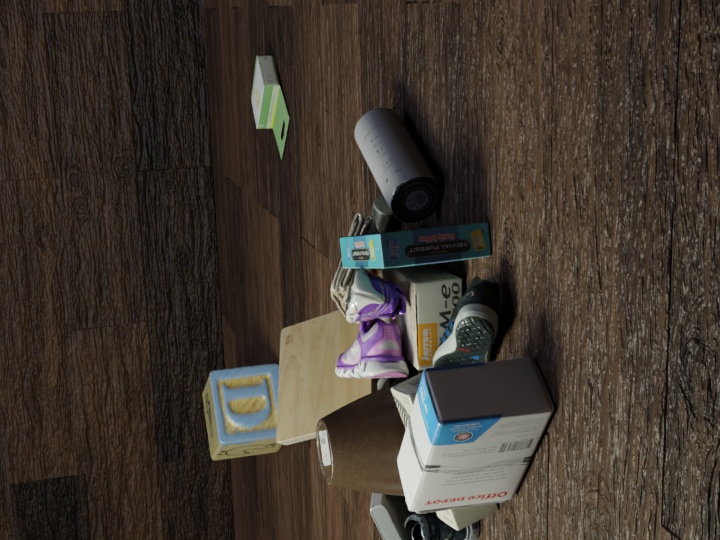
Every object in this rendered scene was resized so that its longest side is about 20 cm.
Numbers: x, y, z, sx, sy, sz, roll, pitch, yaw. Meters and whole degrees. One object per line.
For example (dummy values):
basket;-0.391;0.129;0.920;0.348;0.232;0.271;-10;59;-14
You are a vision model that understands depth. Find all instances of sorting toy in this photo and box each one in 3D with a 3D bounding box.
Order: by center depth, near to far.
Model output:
sorting toy;-0.039;0.175;1.808;0.198;0.069;0.202;-19;57;35

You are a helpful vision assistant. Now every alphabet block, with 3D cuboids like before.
alphabet block;-0.300;0.369;2.885;0.200;0.193;0.198;121;142;-66

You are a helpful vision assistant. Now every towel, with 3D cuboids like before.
towel;0.000;0.000;1.690;0.200;0.034;0.134;61;-133;-74

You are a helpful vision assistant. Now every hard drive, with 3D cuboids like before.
hard drive;0.057;0.367;1.714;0.200;0.026;0.133;-79;-36;-71

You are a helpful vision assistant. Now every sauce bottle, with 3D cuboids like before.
sauce bottle;0.023;-0.048;1.835;0.201;0.064;0.065;111;149;-54

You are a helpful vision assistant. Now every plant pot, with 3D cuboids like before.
plant pot;0.041;0.250;1.620;0.187;0.198;0.189;175;90;-75

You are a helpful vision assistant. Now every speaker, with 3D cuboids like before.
speaker;0.053;-0.161;1.656;0.201;0.080;0.082;-115;25;-48

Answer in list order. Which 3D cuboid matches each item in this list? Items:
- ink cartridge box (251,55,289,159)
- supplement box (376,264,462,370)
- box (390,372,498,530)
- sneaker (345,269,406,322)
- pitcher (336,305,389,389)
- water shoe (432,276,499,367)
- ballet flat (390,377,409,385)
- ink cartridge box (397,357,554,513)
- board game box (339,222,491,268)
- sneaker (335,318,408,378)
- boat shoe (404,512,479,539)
ink cartridge box;-0.213;-0.380;2.587;0.146;0.047;0.202;107;155;-53
supplement box;0.085;0.055;1.625;0.200;0.073;0.127;-141;47;-71
box;0.114;0.242;1.505;0.202;0.068;0.082;70;165;-8
sneaker;0.024;0.046;1.563;0.200;0.083;0.081;-25;-50;-88
pitcher;0.009;0.176;1.895;0.171;0.120;0.202;26;110;54
water shoe;0.148;0.080;1.462;0.200;0.071;0.080;111;178;-61
ballet flat;0.056;0.257;1.825;0.201;0.069;0.070;112;149;-44
ink cartridge box;0.135;0.205;1.365;0.201;0.145;0.086;103;157;-48
board game box;0.070;-0.032;1.510;0.200;0.149;0.047;-178;82;-74
sneaker;0.017;0.115;1.635;0.200;0.080;0.090;158;110;-71
boat shoe;0.103;0.388;1.646;0.201;0.090;0.072;118;143;-63
